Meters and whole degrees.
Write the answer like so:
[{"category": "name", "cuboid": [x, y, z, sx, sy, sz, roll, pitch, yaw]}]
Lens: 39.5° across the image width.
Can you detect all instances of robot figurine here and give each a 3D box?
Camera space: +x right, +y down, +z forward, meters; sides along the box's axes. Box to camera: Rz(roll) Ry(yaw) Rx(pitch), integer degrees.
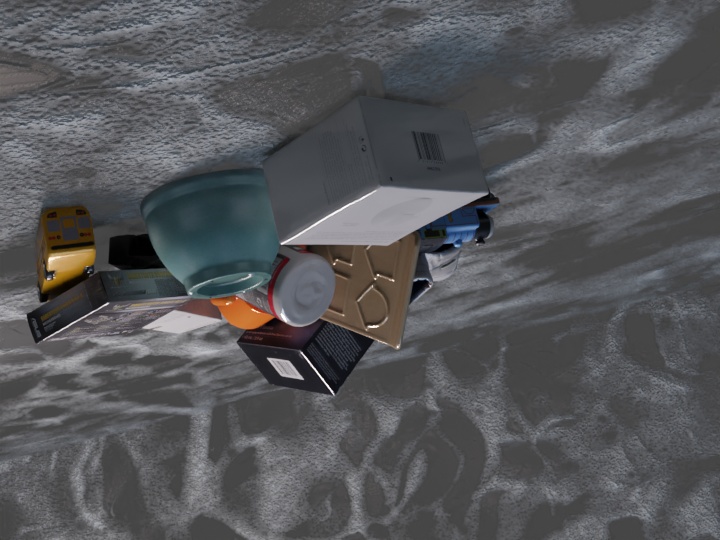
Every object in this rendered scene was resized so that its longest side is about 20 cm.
[{"category": "robot figurine", "cuboid": [-0.178, 0.033, 1.740, 0.143, 0.117, 0.200, 22, 150, -24]}]

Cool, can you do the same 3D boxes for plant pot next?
[{"category": "plant pot", "cuboid": [-0.194, -0.040, 1.388, 0.199, 0.135, 0.200, -12, 167, -3]}]

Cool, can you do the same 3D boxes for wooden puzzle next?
[{"category": "wooden puzzle", "cuboid": [0.000, 0.000, 1.505, 0.199, 0.186, 0.046, 22, -155, 28]}]

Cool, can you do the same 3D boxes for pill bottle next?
[{"category": "pill bottle", "cuboid": [-0.139, 0.002, 1.515, 0.110, 0.111, 0.199, 0, -162, -44]}]

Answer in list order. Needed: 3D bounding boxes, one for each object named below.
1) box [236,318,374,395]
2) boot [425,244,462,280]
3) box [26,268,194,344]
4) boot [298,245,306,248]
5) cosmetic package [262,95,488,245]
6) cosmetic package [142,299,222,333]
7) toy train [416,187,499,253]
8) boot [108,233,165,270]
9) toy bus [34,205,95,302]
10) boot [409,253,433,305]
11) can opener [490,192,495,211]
[{"category": "box", "cuboid": [-0.083, 0.103, 1.811, 0.199, 0.123, 0.199, 1, -136, 48]}, {"category": "boot", "cuboid": [0.072, -0.018, 1.647, 0.199, 0.074, 0.096, -15, 150, -19]}, {"category": "box", "cuboid": [-0.356, 0.050, 1.463, 0.158, 0.049, 0.200, -28, 168, 28]}, {"category": "boot", "cuboid": [-0.080, -0.017, 1.655, 0.107, 0.075, 0.200, 15, 156, 16]}, {"category": "cosmetic package", "cuboid": [0.017, -0.120, 1.288, 0.199, 0.124, 0.200, -1, 160, -44]}, {"category": "cosmetic package", "cuboid": [-0.339, 0.062, 1.799, 0.101, 0.075, 0.200, -17, 165, 17]}, {"category": "toy train", "cuboid": [0.123, -0.088, 1.548, 0.199, 0.115, 0.087, -5, 165, -30]}, {"category": "boot", "cuboid": [-0.286, -0.019, 1.556, 0.164, 0.066, 0.200, -15, 162, 0]}, {"category": "toy bus", "cuboid": [-0.411, -0.016, 1.384, 0.065, 0.079, 0.200, -9, 166, -24]}, {"category": "boot", "cuboid": [0.016, 0.029, 1.562, 0.199, 0.096, 0.074, -29, 134, 11]}, {"category": "can opener", "cuboid": [0.135, -0.101, 1.631, 0.199, 0.067, 0.053, -14, -167, -33]}]
